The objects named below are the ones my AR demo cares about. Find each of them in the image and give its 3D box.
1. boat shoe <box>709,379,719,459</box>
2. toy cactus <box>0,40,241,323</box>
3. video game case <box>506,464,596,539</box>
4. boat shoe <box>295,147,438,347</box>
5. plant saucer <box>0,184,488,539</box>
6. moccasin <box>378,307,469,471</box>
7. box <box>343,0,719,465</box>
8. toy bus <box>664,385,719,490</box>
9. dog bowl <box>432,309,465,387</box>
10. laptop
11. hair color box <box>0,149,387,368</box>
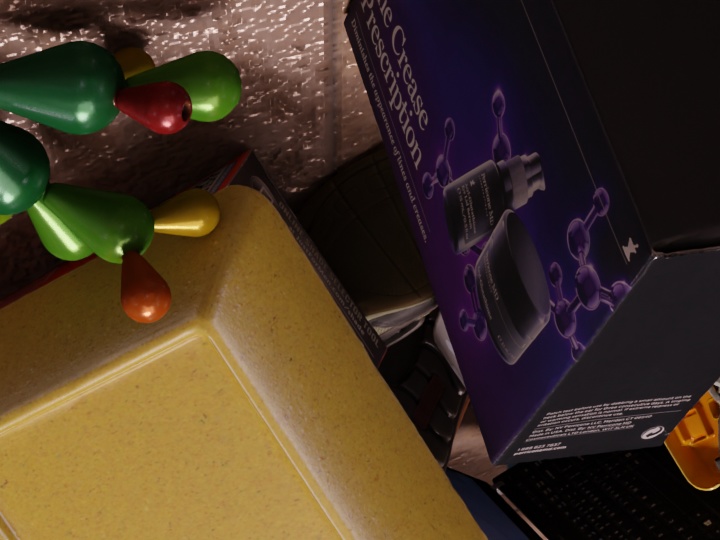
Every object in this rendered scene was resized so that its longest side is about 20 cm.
[{"bbox_3d":[0.195,0.055,0.899,0.062,0.075,0.201,-39,137,-40],"label":"boat shoe"},{"bbox_3d":[-0.147,-0.040,0.715,0.199,0.103,0.165,-17,144,16],"label":"toy cactus"},{"bbox_3d":[0.179,0.134,1.109,0.143,0.200,0.018,-25,116,-4],"label":"video game case"},{"bbox_3d":[0.000,0.001,0.893,0.200,0.072,0.066,-33,162,21],"label":"boat shoe"},{"bbox_3d":[-0.078,0.094,0.809,0.199,0.048,0.200,-27,107,21],"label":"plant saucer"},{"bbox_3d":[0.000,0.076,0.929,0.074,0.202,0.078,45,126,-14],"label":"moccasin"},{"bbox_3d":[0.072,-0.054,0.684,0.079,0.201,0.141,-3,149,-26],"label":"box"},{"bbox_3d":[0.262,0.015,1.021,0.192,0.136,0.200,-20,172,-43],"label":"toy bus"},{"bbox_3d":[0.111,-0.015,0.850,0.200,0.059,0.200,-43,167,-13],"label":"dog bowl"},{"bbox_3d":[0.115,0.107,1.071,0.200,0.177,0.104,-30,118,-9],"label":"laptop"},{"bbox_3d":[-0.103,0.047,0.854,0.200,0.111,0.064,-30,-167,20],"label":"hair color box"}]
